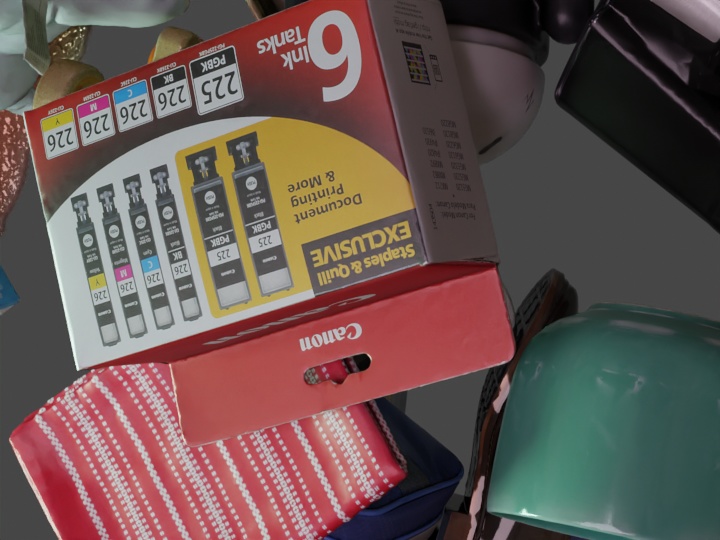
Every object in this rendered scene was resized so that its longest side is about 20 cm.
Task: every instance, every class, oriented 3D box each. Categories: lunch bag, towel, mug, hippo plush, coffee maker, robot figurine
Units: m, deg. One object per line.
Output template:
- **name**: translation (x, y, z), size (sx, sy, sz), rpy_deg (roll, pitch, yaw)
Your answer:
- **lunch bag**: translation (-0.051, 0.105, 1.121), size (0.199, 0.135, 0.133), rpy_deg (36, 113, 24)
- **towel**: translation (-0.083, 0.093, 1.045), size (0.199, 0.022, 0.145), rpy_deg (-35, 73, 23)
- **mug**: translation (0.157, 0.085, 1.044), size (0.151, 0.184, 0.116), rpy_deg (6, 81, 37)
- **hippo plush**: translation (-0.190, -0.154, 1.201), size (0.158, 0.202, 0.161), rpy_deg (16, 145, -14)
- **coffee maker**: translation (0.196, -0.062, 0.987), size (0.200, 0.134, 0.193), rpy_deg (42, 122, 16)
- **robot figurine**: translation (0.038, -0.150, 1.051), size (0.150, 0.124, 0.202), rpy_deg (150, 123, -67)

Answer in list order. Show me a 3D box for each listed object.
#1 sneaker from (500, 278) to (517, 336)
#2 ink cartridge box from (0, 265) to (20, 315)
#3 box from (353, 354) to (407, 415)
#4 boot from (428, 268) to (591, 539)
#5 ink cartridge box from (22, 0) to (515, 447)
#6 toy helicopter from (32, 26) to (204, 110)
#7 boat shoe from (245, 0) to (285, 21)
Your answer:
- **sneaker**: translation (0.000, 0.000, 1.136), size (0.199, 0.081, 0.076), rpy_deg (31, 143, 31)
- **ink cartridge box**: translation (-0.356, -0.016, 1.328), size (0.146, 0.146, 0.201), rpy_deg (-34, 83, 34)
- **box**: translation (-0.068, 0.077, 1.235), size (0.198, 0.048, 0.160), rpy_deg (16, 111, 27)
- **boot**: translation (0.107, 0.104, 1.141), size (0.096, 0.075, 0.202), rpy_deg (20, 104, -2)
- **ink cartridge box**: translation (-0.043, -0.019, 0.967), size (0.199, 0.084, 0.177), rpy_deg (-18, 82, 28)
- **toy helicopter**: translation (-0.122, -0.072, 1.139), size (0.078, 0.200, 0.134), rpy_deg (18, 94, 26)
- **boat shoe**: translation (-0.021, -0.130, 1.142), size (0.072, 0.065, 0.201), rpy_deg (-32, 86, 33)
